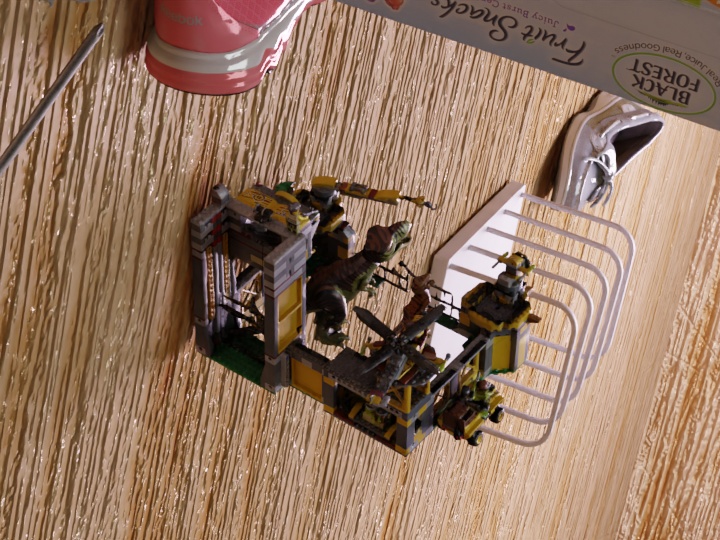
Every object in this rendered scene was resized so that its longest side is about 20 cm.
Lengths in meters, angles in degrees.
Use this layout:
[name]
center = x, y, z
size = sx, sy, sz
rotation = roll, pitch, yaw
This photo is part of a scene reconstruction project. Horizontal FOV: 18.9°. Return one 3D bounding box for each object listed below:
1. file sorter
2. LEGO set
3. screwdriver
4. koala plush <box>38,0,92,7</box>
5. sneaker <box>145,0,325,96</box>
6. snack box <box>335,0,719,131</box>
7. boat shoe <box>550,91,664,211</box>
[file sorter]
center = 0.135, 0.037, 1.771
size = 0.200, 0.124, 0.140
rotation = -43, 148, -61
[LEGO set]
center = 0.000, 0.000, 1.184
size = 0.153, 0.200, 0.116
rotation = -34, 143, -32
[screwdriver]
center = -0.155, -0.029, 0.882
size = 0.029, 0.028, 0.201
rotation = -41, -163, 53
[koala plush]
center = -0.093, -0.178, 0.694
size = 0.201, 0.183, 0.177
rotation = -62, 166, 9
[sneaker]
center = -0.037, -0.168, 1.041
size = 0.087, 0.073, 0.200
rotation = 92, 23, -43
[snack box]
center = 0.083, -0.134, 0.878
size = 0.142, 0.199, 0.053
rotation = -53, 159, -51
[boat shoe]
center = 0.229, -0.110, 2.033
size = 0.202, 0.064, 0.075
rotation = -46, 151, -57
